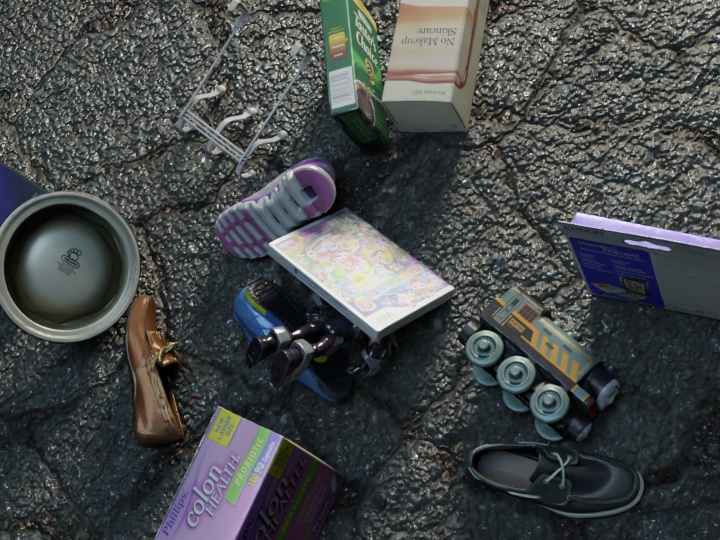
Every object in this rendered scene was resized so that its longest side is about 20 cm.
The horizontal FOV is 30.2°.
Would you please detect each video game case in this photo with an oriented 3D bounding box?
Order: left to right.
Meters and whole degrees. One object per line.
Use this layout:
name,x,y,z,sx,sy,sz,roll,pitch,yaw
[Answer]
video game case,0.000,0.000,1.663,0.142,0.018,0.199,-26,52,-38

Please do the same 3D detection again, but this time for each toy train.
toy train,0.207,0.109,1.553,0.114,0.085,0.200,-44,60,-10

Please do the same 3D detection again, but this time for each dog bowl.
dog bowl,-0.397,-0.005,1.794,0.197,0.074,0.203,0,92,-16

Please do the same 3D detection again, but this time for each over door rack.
over door rack,-0.154,-0.246,1.837,0.147,0.066,0.202,37,107,30

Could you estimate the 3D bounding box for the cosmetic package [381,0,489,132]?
cosmetic package,0.100,-0.290,1.748,0.102,0.087,0.203,2,70,22

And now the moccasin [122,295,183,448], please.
moccasin,-0.264,0.127,1.740,0.077,0.074,0.204,-14,62,6

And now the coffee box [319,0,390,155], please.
coffee box,-0.008,-0.269,1.765,0.043,0.123,0.202,-14,63,17

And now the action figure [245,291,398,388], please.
action figure,-0.039,0.078,1.629,0.198,0.070,0.130,-20,50,-35

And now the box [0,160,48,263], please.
box,-0.513,-0.069,1.901,0.199,0.104,0.149,28,81,29

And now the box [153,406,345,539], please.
box,-0.125,0.279,1.549,0.096,0.200,0.178,20,77,28

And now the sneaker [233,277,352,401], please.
sneaker,-0.088,0.101,1.694,0.200,0.066,0.079,46,127,20

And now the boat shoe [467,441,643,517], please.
boat shoe,0.217,0.233,1.505,0.197,0.068,0.073,6,70,23

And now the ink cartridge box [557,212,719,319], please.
ink cartridge box,0.332,-0.011,1.477,0.196,0.200,0.044,12,72,25

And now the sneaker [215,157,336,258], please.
sneaker,-0.104,-0.088,1.763,0.199,0.081,0.089,-29,18,29
